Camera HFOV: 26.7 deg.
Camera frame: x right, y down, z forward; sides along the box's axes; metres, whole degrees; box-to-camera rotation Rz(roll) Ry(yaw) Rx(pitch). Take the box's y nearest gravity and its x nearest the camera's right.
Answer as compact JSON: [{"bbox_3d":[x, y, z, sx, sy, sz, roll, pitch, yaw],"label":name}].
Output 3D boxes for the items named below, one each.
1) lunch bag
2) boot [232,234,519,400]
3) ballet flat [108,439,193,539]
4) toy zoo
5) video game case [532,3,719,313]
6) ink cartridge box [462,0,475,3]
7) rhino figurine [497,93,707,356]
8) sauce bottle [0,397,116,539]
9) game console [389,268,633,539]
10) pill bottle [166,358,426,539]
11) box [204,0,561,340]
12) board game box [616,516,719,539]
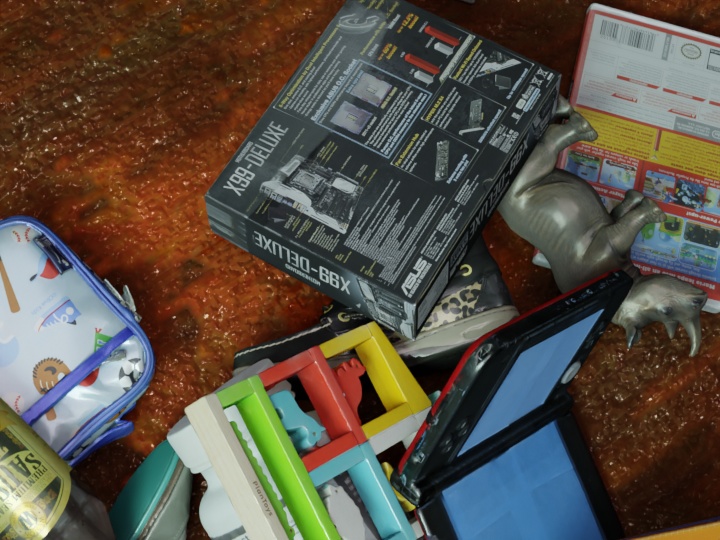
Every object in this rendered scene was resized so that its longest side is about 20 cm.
[{"bbox_3d":[-0.233,0.071,0.989,0.200,0.076,0.160,-41,87,-12],"label":"lunch bag"},{"bbox_3d":[0.000,0.000,1.031,0.198,0.073,0.152,-13,74,0],"label":"boot"},{"bbox_3d":[-0.154,0.204,0.981,0.064,0.067,0.201,40,75,-25],"label":"ballet flat"},{"bbox_3d":[-0.006,0.108,0.910,0.199,0.020,0.132,-22,83,-52],"label":"toy zoo"},{"bbox_3d":[0.213,-0.083,1.101,0.142,0.017,0.202,15,76,-3],"label":"video game case"},{"bbox_3d":[0.045,-0.301,1.037,0.145,0.200,0.147,15,77,-3],"label":"ink cartridge box"},{"bbox_3d":[0.165,-0.021,1.040,0.087,0.060,0.200,-39,85,6],"label":"rhino figurine"},{"bbox_3d":[-0.199,0.138,0.917,0.200,0.066,0.066,43,76,-2],"label":"sauce bottle"},{"bbox_3d":[0.123,0.114,0.944,0.119,0.173,0.199,40,32,20],"label":"game console"},{"bbox_3d":[-0.032,0.160,0.954,0.110,0.111,0.201,-37,95,-13],"label":"pill bottle"},{"bbox_3d":[0.017,-0.076,0.991,0.157,0.050,0.201,26,66,15],"label":"box"},{"bbox_3d":[0.266,0.241,0.902,0.199,0.199,0.202,-2,75,-41],"label":"board game box"}]
